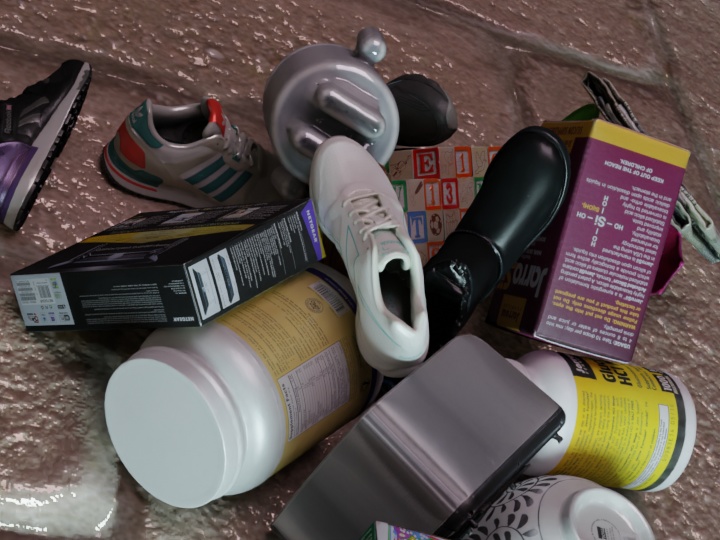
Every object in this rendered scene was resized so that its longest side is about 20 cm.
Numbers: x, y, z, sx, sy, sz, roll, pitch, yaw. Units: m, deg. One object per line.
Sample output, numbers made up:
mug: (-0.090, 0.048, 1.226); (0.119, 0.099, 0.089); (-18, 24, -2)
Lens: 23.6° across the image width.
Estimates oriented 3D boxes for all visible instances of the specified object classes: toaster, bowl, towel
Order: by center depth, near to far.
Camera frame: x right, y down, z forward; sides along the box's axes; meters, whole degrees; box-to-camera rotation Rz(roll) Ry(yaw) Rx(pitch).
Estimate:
toaster: (0.041, 0.169, 1.349); (0.119, 0.181, 0.200); (44, 39, 9)
bowl: (0.188, 0.244, 1.451); (0.200, 0.094, 0.202); (19, 44, -20)
towel: (0.299, -0.103, 1.719); (0.193, 0.034, 0.200); (60, 14, 18)

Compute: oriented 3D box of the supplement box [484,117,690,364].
supplement box: (0.203, -0.029, 1.560); (0.103, 0.131, 0.201); (16, 89, -17)

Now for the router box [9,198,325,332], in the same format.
router box: (-0.153, -0.004, 1.364); (0.157, 0.199, 0.053); (-30, 111, -47)

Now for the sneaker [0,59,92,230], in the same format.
sneaker: (-0.293, -0.128, 1.467); (0.087, 0.076, 0.201); (24, 42, -6)

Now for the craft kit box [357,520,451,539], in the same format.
craft kit box: (0.052, 0.270, 1.247); (0.196, 0.200, 0.049); (15, 45, -23)

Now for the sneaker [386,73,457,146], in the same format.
sneaker: (0.005, -0.142, 1.642); (0.079, 0.199, 0.076); (-36, 121, -38)

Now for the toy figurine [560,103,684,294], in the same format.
toy figurine: (0.249, -0.045, 1.728); (0.184, 0.150, 0.200); (42, 16, -9)

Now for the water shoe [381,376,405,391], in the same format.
water shoe: (0.042, 0.095, 1.517); (0.078, 0.072, 0.201); (-8, 50, -16)

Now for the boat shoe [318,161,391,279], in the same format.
boat shoe: (0.000, 0.000, 1.454); (0.067, 0.201, 0.072); (28, 32, 26)

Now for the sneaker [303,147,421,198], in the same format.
sneaker: (0.007, -0.066, 1.639); (0.200, 0.078, 0.086); (-29, 108, -54)

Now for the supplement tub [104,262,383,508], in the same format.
supplement tub: (-0.089, 0.088, 1.355); (0.145, 0.146, 0.200); (47, 42, 11)

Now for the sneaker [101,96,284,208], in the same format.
sneaker: (-0.126, -0.104, 1.546); (0.199, 0.094, 0.071); (11, 47, -28)

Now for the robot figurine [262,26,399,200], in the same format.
robot figurine: (-0.028, -0.137, 1.515); (0.113, 0.170, 0.200); (33, 10, -14)

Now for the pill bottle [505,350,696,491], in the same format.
pill bottle: (0.193, 0.133, 1.542); (0.199, 0.113, 0.113); (11, 47, -28)

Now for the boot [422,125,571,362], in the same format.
boot: (0.098, -0.018, 1.456); (0.073, 0.199, 0.162); (35, 28, 8)

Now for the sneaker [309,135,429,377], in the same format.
sneaker: (0.015, -0.022, 1.339); (0.070, 0.080, 0.201); (-14, 71, -16)

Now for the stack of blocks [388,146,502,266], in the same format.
stack of blocks: (0.060, -0.055, 1.592); (0.199, 0.058, 0.116); (-7, 94, -53)
